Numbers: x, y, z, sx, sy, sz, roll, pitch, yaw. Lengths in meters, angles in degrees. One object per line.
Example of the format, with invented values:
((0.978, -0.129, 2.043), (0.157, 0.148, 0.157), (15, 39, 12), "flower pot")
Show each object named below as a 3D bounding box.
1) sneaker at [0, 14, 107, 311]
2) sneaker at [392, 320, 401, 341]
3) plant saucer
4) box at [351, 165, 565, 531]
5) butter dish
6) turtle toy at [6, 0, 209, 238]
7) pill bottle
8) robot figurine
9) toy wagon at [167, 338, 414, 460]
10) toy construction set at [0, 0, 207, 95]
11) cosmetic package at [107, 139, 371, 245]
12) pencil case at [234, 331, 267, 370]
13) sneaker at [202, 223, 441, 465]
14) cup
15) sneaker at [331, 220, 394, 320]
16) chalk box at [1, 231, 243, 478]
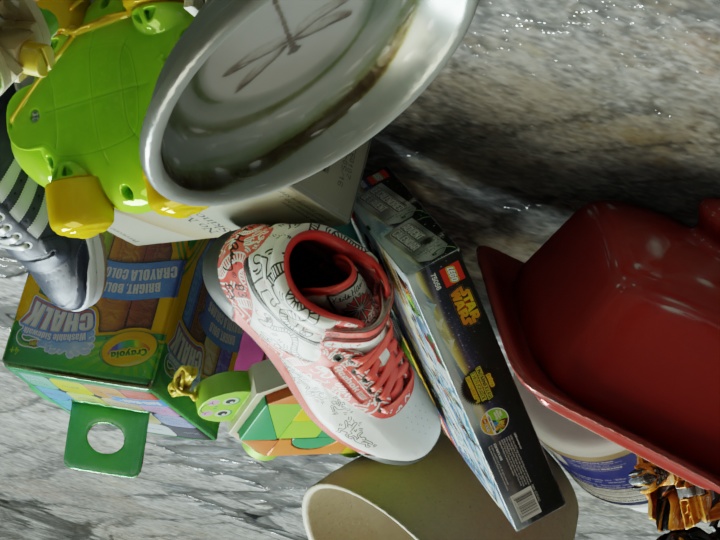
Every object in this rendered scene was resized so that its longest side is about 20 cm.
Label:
((-0.229, -0.045, 1.305), (0.070, 0.108, 0.201), (5, 123, 40), "sneaker")
((-0.006, 0.044, 1.633), (0.115, 0.076, 0.200), (24, 149, -13), "sneaker")
((-0.033, -0.114, 1.086), (0.050, 0.200, 0.200), (54, 174, 21), "plant saucer")
((0.057, 0.047, 1.339), (0.201, 0.040, 0.137), (66, 173, -30), "box")
((0.190, 0.022, 1.311), (0.199, 0.148, 0.200), (28, -161, -16), "butter dish")
((-0.131, -0.092, 1.213), (0.199, 0.147, 0.101), (-10, 173, 37), "turtle toy")
((0.193, 0.106, 1.569), (0.119, 0.120, 0.200), (6, 160, 24), "pill bottle")
((0.263, 0.120, 1.460), (0.199, 0.146, 0.058), (-12, 177, -37), "robot figurine")
((-0.033, 0.087, 1.465), (0.199, 0.040, 0.155), (-1, 151, -24), "toy wagon")
((-0.155, -0.149, 1.094), (0.199, 0.092, 0.132), (-14, 115, 21), "toy construction set")
((-0.100, -0.073, 1.340), (0.199, 0.074, 0.103), (-6, 152, 45), "cosmetic package")
((-0.128, 0.066, 1.734), (0.199, 0.094, 0.091), (8, 161, 20), "pencil case")
((-0.003, 0.048, 1.322), (0.201, 0.067, 0.108), (46, 154, -19), "sneaker")
((0.077, 0.192, 1.573), (0.200, 0.143, 0.201), (39, 153, 24), "cup")
((0.000, 0.000, 1.434), (0.071, 0.080, 0.200), (39, 177, 42), "sneaker")
((-0.163, 0.043, 1.519), (0.124, 0.201, 0.124), (6, 160, 21), "chalk box")
